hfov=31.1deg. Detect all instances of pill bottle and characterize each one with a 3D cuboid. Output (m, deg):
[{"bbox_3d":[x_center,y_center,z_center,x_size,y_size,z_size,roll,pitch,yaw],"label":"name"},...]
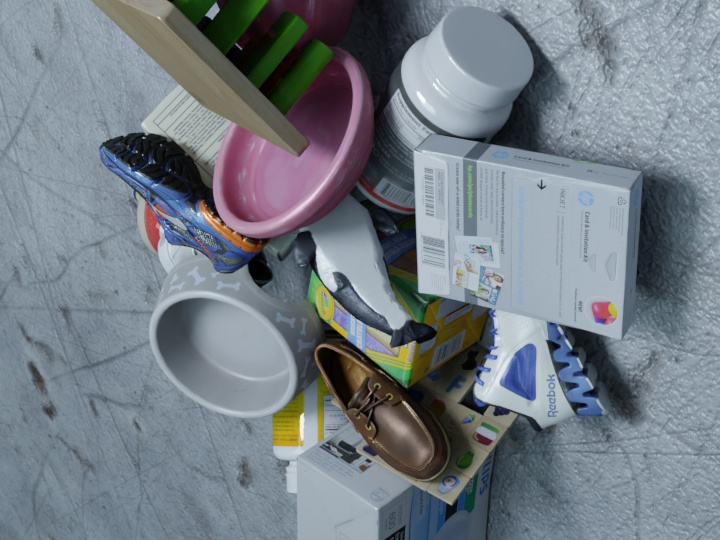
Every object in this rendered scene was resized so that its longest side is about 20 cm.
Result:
[{"bbox_3d":[0.073,-0.151,1.229,0.114,0.114,0.200,54,141,12],"label":"pill bottle"},{"bbox_3d":[-0.048,0.157,1.506,0.109,0.109,0.200,-8,80,51],"label":"pill bottle"}]

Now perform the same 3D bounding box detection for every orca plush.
[{"bbox_3d":[0.000,0.000,1.266,0.200,0.105,0.071,44,158,16],"label":"orca plush"}]

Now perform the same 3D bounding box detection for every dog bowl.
[{"bbox_3d":[-0.139,0.078,1.405,0.200,0.059,0.200,12,129,16],"label":"dog bowl"}]

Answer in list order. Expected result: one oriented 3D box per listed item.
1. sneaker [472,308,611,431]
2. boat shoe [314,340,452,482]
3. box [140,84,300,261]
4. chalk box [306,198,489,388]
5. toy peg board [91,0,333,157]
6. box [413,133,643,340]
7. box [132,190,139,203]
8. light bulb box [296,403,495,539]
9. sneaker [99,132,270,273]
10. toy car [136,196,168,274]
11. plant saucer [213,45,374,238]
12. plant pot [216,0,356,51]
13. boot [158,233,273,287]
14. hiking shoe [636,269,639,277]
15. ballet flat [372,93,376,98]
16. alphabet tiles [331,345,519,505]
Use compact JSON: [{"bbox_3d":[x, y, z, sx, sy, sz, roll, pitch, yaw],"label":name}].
[{"bbox_3d":[0.148,0.075,1.262,0.115,0.081,0.199,-29,88,15],"label":"sneaker"},{"bbox_3d":[0.016,0.142,1.331,0.072,0.068,0.200,-51,49,8],"label":"boat shoe"},{"bbox_3d":[-0.115,-0.124,1.383,0.200,0.128,0.109,44,175,2],"label":"box"},{"bbox_3d":[0.029,0.001,1.363,0.200,0.124,0.124,38,137,27],"label":"chalk box"},{"bbox_3d":[-0.135,-0.224,1.199,0.200,0.098,0.199,44,172,-40],"label":"toy peg board"},{"bbox_3d":[0.147,-0.031,1.158,0.200,0.041,0.156,13,127,25],"label":"box"},{"bbox_3d":[-0.220,-0.060,1.695,0.200,0.032,0.121,53,141,11],"label":"box"},{"bbox_3d":[0.040,0.262,1.442,0.125,0.200,0.198,28,131,35],"label":"light bulb box"},{"bbox_3d":[-0.186,-0.065,1.307,0.200,0.075,0.078,38,126,8],"label":"sneaker"},{"bbox_3d":[-0.138,-0.080,1.490,0.200,0.177,0.184,3,125,35],"label":"toy car"},{"bbox_3d":[-0.058,-0.117,1.242,0.200,0.051,0.201,-27,48,34],"label":"plant saucer"},{"bbox_3d":[-0.075,-0.310,1.261,0.200,0.200,0.179,40,152,27],"label":"plant pot"},{"bbox_3d":[-0.136,0.023,1.448,0.096,0.074,0.200,-9,135,33],"label":"boot"},{"bbox_3d":[0.166,-0.043,1.216,0.200,0.074,0.087,15,122,44],"label":"hiking shoe"},{"bbox_3d":[-0.041,-0.184,1.396,0.200,0.074,0.074,43,139,27],"label":"ballet flat"},{"bbox_3d":[0.069,0.141,1.372,0.200,0.167,0.008,24,155,38],"label":"alphabet tiles"}]
